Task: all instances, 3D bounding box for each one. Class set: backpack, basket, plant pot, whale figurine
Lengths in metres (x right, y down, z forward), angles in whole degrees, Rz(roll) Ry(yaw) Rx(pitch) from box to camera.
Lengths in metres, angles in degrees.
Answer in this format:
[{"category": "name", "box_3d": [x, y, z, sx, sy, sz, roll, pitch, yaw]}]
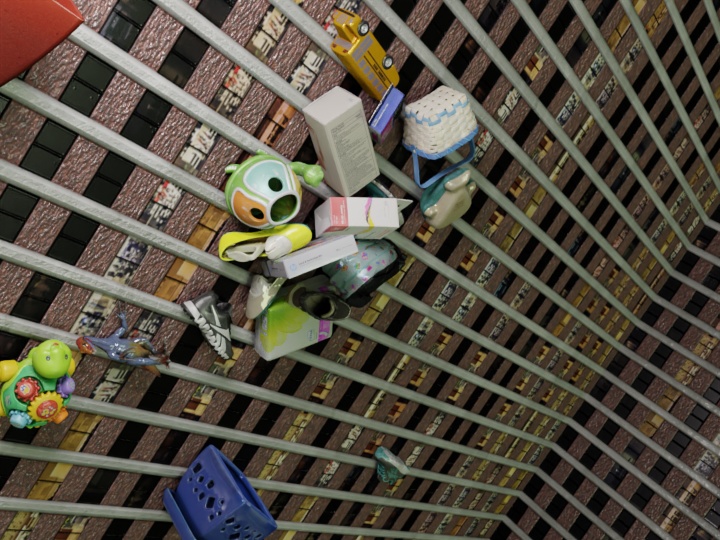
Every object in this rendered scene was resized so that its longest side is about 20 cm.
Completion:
[{"category": "backpack", "box_3d": [0.000, 0.000, 1.808, 0.167, 0.127, 0.200, -49, 171, 23]}, {"category": "basket", "box_3d": [0.187, -0.308, 1.790, 0.176, 0.139, 0.201, -32, 128, -22]}, {"category": "plant pot", "box_3d": [-0.519, -0.355, 1.025, 0.176, 0.200, 0.199, -48, 142, 11]}, {"category": "plant pot", "box_3d": [-0.346, 0.575, 1.874, 0.179, 0.200, 0.201, -38, 140, -8]}, {"category": "whale figurine", "box_3d": [0.208, -0.190, 1.900, 0.158, 0.104, 0.200, -31, 160, -17]}]

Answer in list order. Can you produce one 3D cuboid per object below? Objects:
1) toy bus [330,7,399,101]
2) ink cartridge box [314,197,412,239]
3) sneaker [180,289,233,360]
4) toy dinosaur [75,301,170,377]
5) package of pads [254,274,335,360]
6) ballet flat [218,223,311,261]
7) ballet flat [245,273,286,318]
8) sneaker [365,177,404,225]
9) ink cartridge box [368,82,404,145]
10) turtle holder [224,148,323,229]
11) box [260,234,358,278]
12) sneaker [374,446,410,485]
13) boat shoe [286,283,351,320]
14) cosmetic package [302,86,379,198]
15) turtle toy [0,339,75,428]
[{"category": "toy bus", "box_3d": [0.005, -0.436, 1.576, 0.078, 0.065, 0.200, -50, 142, 0]}, {"category": "ink cartridge box", "box_3d": [0.009, -0.114, 1.722, 0.198, 0.116, 0.068, -1, 80, -21]}, {"category": "sneaker", "box_3d": [-0.303, 0.116, 1.675, 0.090, 0.066, 0.201, -38, 136, -14]}, {"category": "toy dinosaur", "box_3d": [-0.470, 0.168, 1.538, 0.180, 0.105, 0.201, 3, 130, -23]}, {"category": "package of pads", "box_3d": [-0.153, 0.111, 1.820, 0.199, 0.068, 0.156, -18, 128, -35]}, {"category": "ballet flat", "box_3d": [-0.195, -0.048, 1.571, 0.067, 0.198, 0.067, -78, 158, -49]}, {"category": "ballet flat", "box_3d": [-0.198, 0.013, 1.710, 0.201, 0.069, 0.070, -52, 141, -11]}, {"category": "sneaker", "box_3d": [0.043, -0.150, 1.821, 0.079, 0.078, 0.200, -37, 139, -5]}, {"category": "ink cartridge box", "box_3d": [0.054, -0.326, 1.639, 0.095, 0.037, 0.200, -59, 177, 2]}, {"category": "turtle holder", "box_3d": [-0.172, -0.152, 1.555, 0.184, 0.131, 0.142, -4, 120, -43]}, {"category": "box", "box_3d": [-0.110, -0.029, 1.606, 0.155, 0.200, 0.042, -22, 99, -18]}, {"category": "sneaker", "box_3d": [0.084, 0.617, 2.428, 0.091, 0.078, 0.200, -45, 139, -3]}, {"category": "boat shoe", "box_3d": [-0.084, 0.084, 1.766, 0.199, 0.065, 0.074, 18, 100, -49]}, {"category": "cosmetic package", "box_3d": [-0.038, -0.268, 1.638, 0.103, 0.087, 0.201, -36, 139, -19]}, {"category": "turtle toy", "box_3d": [-0.587, 0.211, 1.433, 0.145, 0.101, 0.202, 0, 118, -45]}]
